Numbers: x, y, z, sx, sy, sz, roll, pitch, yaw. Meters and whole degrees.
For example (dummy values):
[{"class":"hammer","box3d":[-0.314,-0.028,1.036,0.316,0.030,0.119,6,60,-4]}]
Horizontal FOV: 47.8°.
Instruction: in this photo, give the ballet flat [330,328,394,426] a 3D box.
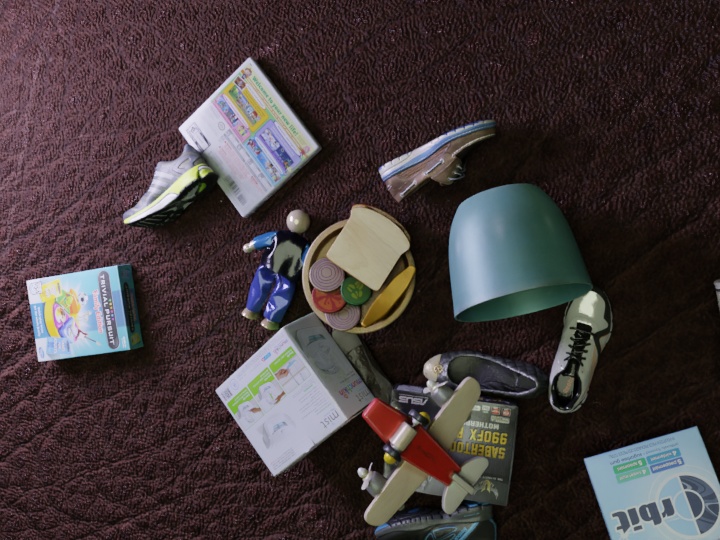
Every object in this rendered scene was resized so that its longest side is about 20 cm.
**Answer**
[{"class":"ballet flat","box3d":[0.009,0.178,1.330,0.067,0.046,0.201,-30,90,-5]}]

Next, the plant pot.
[{"class":"plant pot","box3d":[0.218,-0.029,1.176,0.199,0.200,0.163,-15,75,18]}]

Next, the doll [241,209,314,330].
[{"class":"doll","box3d":[-0.138,-0.008,1.358,0.136,0.048,0.201,27,101,13]}]

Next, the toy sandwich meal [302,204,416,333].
[{"class":"toy sandwich meal","box3d":[0.000,0.000,1.285,0.203,0.070,0.207,-1,83,6]}]

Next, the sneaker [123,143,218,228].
[{"class":"sneaker","box3d":[-0.336,-0.141,1.406,0.199,0.074,0.081,-31,72,18]}]

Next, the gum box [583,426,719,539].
[{"class":"gum box","box3d":[0.435,0.346,1.164,0.168,0.045,0.202,-19,72,11]}]

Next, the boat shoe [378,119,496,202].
[{"class":"boat shoe","box3d":[0.129,-0.168,1.260,0.199,0.072,0.073,-24,91,27]}]

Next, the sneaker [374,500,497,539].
[{"class":"sneaker","box3d":[0.119,0.419,1.289,0.198,0.073,0.083,-15,89,18]}]

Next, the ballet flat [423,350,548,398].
[{"class":"ballet flat","box3d":[0.190,0.157,1.253,0.198,0.057,0.067,3,80,24]}]

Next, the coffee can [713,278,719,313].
[{"class":"coffee can","box3d":[0.568,0.103,1.091,0.145,0.146,0.202,-10,90,18]}]

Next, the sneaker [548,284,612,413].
[{"class":"sneaker","box3d":[0.327,0.121,1.205,0.073,0.080,0.202,13,95,18]}]

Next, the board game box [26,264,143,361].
[{"class":"board game box","box3d":[-0.504,0.078,1.479,0.198,0.047,0.153,-9,91,18]}]

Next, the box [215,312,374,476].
[{"class":"box","box3d":[-0.108,0.202,1.310,0.200,0.096,0.177,-43,80,32]}]

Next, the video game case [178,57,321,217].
[{"class":"video game case","box3d":[-0.189,-0.224,1.376,0.182,0.022,0.201,-40,80,16]}]

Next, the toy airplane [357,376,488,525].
[{"class":"toy airplane","box3d":[0.089,0.263,1.203,0.198,0.141,0.201,-9,106,-25]}]

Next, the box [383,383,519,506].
[{"class":"box","box3d":[0.140,0.271,1.273,0.198,0.048,0.160,7,95,9]}]
